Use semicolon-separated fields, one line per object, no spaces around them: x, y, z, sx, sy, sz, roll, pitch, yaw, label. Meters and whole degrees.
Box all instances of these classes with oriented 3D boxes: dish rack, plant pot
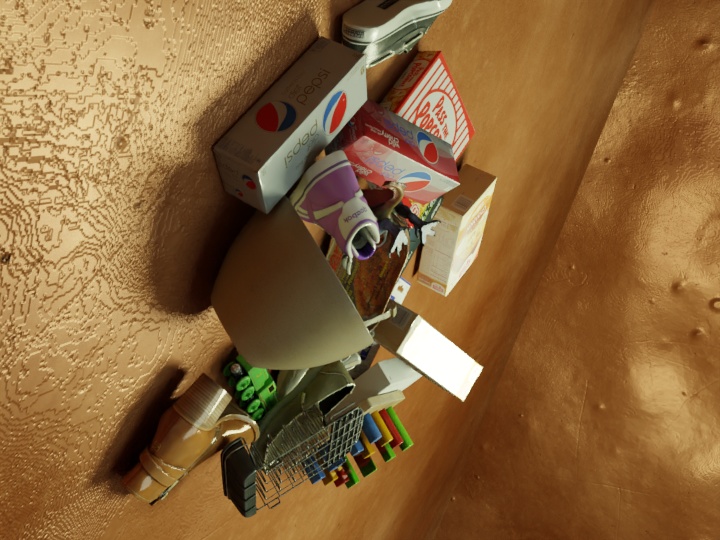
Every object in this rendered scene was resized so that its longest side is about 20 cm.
-0.085;0.240;1.005;0.197;0.055;0.155;-26;151;-25;dish rack
-0.092;0.032;0.866;0.133;0.202;0.201;-32;154;-3;plant pot

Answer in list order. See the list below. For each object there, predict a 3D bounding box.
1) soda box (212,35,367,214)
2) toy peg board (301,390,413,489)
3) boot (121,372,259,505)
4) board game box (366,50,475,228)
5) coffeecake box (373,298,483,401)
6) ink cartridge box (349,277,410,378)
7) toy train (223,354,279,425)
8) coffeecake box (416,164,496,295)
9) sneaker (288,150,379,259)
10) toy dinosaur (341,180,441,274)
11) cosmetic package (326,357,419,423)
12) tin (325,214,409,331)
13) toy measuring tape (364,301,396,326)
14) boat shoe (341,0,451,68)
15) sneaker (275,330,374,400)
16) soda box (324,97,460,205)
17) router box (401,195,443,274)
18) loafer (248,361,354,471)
-0.070;-0.161;0.827;0.201;0.063;0.069;-52;157;-27;soda box
-0.007;0.316;1.360;0.198;0.099;0.198;-38;165;13;toy peg board
-0.204;0.224;0.938;0.156;0.076;0.201;-52;164;-16;boot
0.079;-0.190;1.101;0.202;0.046;0.153;-56;134;-23;board game box
0.094;0.127;1.313;0.199;0.152;0.074;39;83;-37;coffeecake box
0.025;0.101;1.398;0.203;0.037;0.095;-61;158;-1;ink cartridge box
-0.142;0.171;1.055;0.056;0.042;0.202;-39;152;-19;toy train
0.188;-0.079;1.507;0.154;0.072;0.203;-46;154;-41;coffeecake box
-0.029;-0.058;0.905;0.072;0.116;0.200;-30;180;-8;sneaker
0.018;-0.090;0.975;0.104;0.181;0.203;-30;139;-25;toy dinosaur
0.027;0.222;1.427;0.150;0.052;0.199;-37;166;18;cosmetic package
0.000;0.000;1.107;0.042;0.110;0.204;-68;-178;-69;tin
-0.047;0.070;1.081;0.196;0.074;0.074;-23;147;-10;toy measuring tape
0.044;-0.304;0.938;0.199;0.070;0.065;-37;147;-36;boat shoe
-0.052;0.136;1.173;0.202;0.091;0.076;-53;158;-24;sneaker
0.041;-0.150;0.971;0.069;0.065;0.197;-27;151;36;soda box
0.059;-0.081;1.228;0.203;0.061;0.150;-59;159;-15;router box
-0.081;0.209;1.085;0.201;0.069;0.076;-50;156;-14;loafer
